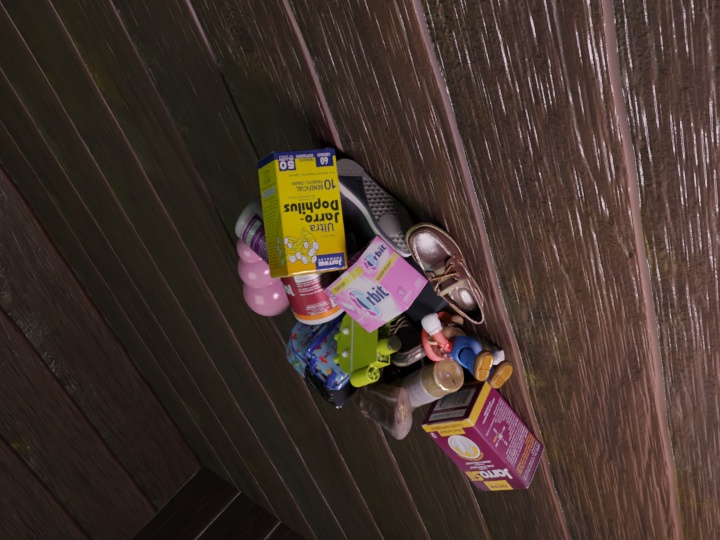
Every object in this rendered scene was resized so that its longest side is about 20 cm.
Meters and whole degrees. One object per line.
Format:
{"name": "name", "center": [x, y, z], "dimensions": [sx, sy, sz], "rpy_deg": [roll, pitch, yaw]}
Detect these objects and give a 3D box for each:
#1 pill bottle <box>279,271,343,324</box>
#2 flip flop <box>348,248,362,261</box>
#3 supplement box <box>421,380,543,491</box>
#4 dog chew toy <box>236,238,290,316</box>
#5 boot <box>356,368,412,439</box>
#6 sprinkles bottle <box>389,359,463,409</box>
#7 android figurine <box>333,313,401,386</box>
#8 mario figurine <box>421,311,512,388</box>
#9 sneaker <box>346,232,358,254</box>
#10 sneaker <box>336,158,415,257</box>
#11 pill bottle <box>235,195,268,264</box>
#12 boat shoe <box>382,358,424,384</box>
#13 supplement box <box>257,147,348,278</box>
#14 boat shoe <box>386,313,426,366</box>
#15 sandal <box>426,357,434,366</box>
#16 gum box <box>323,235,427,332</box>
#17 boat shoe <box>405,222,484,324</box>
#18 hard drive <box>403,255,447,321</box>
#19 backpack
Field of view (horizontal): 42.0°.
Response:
{"name": "pill bottle", "center": [-0.097, -0.012, 1.708], "dimensions": [0.112, 0.113, 0.202], "rpy_deg": [18, 135, 45]}
{"name": "flip flop", "center": [0.000, 0.000, 1.731], "dimensions": [0.200, 0.057, 0.082], "rpy_deg": [169, 94, -74]}
{"name": "supplement box", "center": [0.233, 0.316, 1.787], "dimensions": [0.130, 0.104, 0.200], "rpy_deg": [-19, 119, 47]}
{"name": "dog chew toy", "center": [-0.212, -0.001, 2.054], "dimensions": [0.124, 0.124, 0.202], "rpy_deg": [18, 135, 45]}
{"name": "boot", "center": [0.045, 0.210, 1.791], "dimensions": [0.200, 0.063, 0.189], "rpy_deg": [-165, 72, -71]}
{"name": "sprinkles bottle", "center": [0.118, 0.223, 1.794], "dimensions": [0.068, 0.068, 0.200], "rpy_deg": [47, 146, -4]}
{"name": "android figurine", "center": [0.008, 0.129, 1.794], "dimensions": [0.041, 0.185, 0.199], "rpy_deg": [14, 159, -32]}
{"name": "mario figurine", "center": [0.183, 0.122, 1.648], "dimensions": [0.199, 0.105, 0.125], "rpy_deg": [32, 148, 52]}
{"name": "sneaker", "center": [-0.094, -0.079, 1.779], "dimensions": [0.199, 0.088, 0.081], "rpy_deg": [34, 151, 23]}
{"name": "sneaker", "center": [0.010, -0.077, 1.613], "dimensions": [0.203, 0.077, 0.147], "rpy_deg": [50, 146, 15]}
{"name": "pill bottle", "center": [-0.145, -0.051, 1.865], "dimensions": [0.200, 0.112, 0.113], "rpy_deg": [42, 155, 15]}
{"name": "boat shoe", "center": [0.085, 0.193, 1.895], "dimensions": [0.202, 0.062, 0.075], "rpy_deg": [120, 138, -70]}
{"name": "supplement box", "center": [-0.098, -0.094, 1.567], "dimensions": [0.109, 0.107, 0.203], "rpy_deg": [172, 91, -69]}
{"name": "boat shoe", "center": [0.072, 0.124, 1.788], "dimensions": [0.074, 0.074, 0.200], "rpy_deg": [62, 172, -16]}
{"name": "sandal", "center": [0.164, 0.172, 1.814], "dimensions": [0.075, 0.043, 0.202], "rpy_deg": [22, 137, 28]}
{"name": "gum box", "center": [0.020, 0.029, 1.603], "dimensions": [0.113, 0.066, 0.200], "rpy_deg": [41, 155, -4]}
{"name": "boat shoe", "center": [0.144, 0.009, 1.524], "dimensions": [0.201, 0.072, 0.072], "rpy_deg": [55, -169, -26]}
{"name": "hard drive", "center": [0.101, 0.020, 1.671], "dimensions": [0.135, 0.042, 0.200], "rpy_deg": [46, 155, 2]}
{"name": "backpack", "center": [-0.061, 0.156, 1.974], "dimensions": [0.200, 0.182, 0.135], "rpy_deg": [40, 159, 26]}
